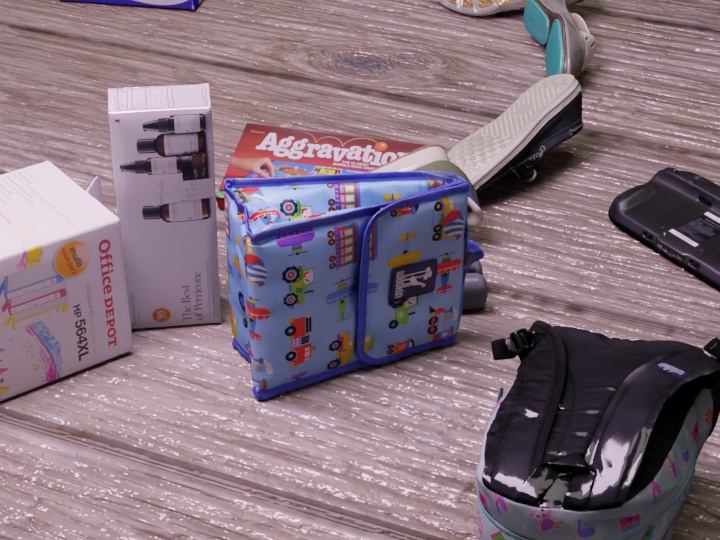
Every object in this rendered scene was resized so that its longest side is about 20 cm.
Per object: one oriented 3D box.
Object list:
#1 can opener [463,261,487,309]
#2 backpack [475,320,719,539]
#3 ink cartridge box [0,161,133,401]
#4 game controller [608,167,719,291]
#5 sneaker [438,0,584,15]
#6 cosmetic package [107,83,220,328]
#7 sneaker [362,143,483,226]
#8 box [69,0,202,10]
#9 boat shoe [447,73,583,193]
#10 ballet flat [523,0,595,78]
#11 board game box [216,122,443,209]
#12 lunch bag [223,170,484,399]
[{"bbox_3d":[0.007,0.000,1.285,0.199,0.067,0.053,-3,32,-4],"label":"can opener"},{"bbox_3d":[0.154,0.129,1.015,0.166,0.127,0.200,0,30,24],"label":"backpack"},{"bbox_3d":[-0.278,0.009,1.212,0.199,0.129,0.125,-21,37,-30],"label":"ink cartridge box"},{"bbox_3d":[0.317,-0.034,1.380,0.104,0.042,0.200,-31,40,-19],"label":"game controller"},{"bbox_3d":[0.187,-0.344,1.873,0.199,0.076,0.088,8,3,28],"label":"sneaker"},{"bbox_3d":[-0.158,-0.049,1.238,0.082,0.201,0.051,-3,32,-6],"label":"cosmetic package"},{"bbox_3d":[0.020,-0.037,1.346,0.200,0.067,0.090,-28,59,-21],"label":"sneaker"},{"bbox_3d":[-0.274,-0.422,1.954,0.183,0.105,0.200,5,32,10],"label":"box"},{"bbox_3d":[0.150,-0.117,1.487,0.200,0.062,0.074,-40,31,-27],"label":"boat shoe"},{"bbox_3d":[0.234,-0.262,1.726,0.063,0.068,0.200,4,31,-10],"label":"ballet flat"},{"bbox_3d":[-0.028,-0.089,1.452,0.199,0.019,0.103,8,49,13],"label":"board game box"},{"bbox_3d":[0.000,0.000,1.204,0.199,0.151,0.094,-10,32,-15],"label":"lunch bag"}]
